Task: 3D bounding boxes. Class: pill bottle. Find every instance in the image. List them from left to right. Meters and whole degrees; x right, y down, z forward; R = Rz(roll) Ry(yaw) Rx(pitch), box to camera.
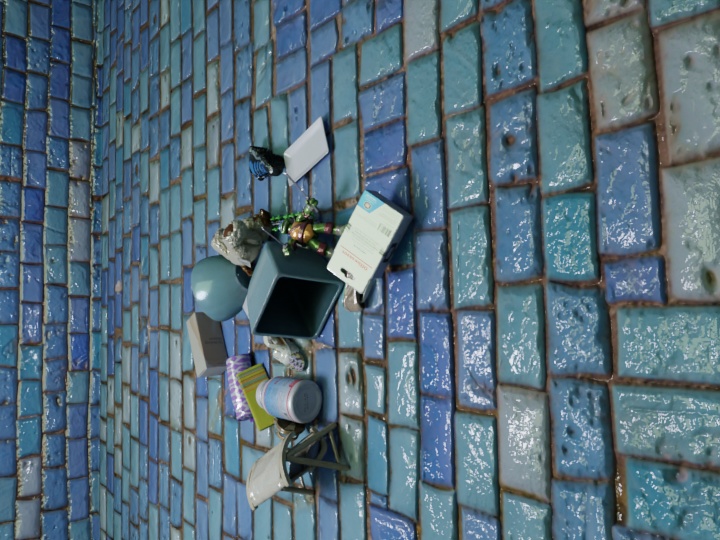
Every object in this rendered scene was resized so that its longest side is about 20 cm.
[{"bbox_3d":[-0.199,0.344,1.625,0.197,0.107,0.112,-4,85,49],"label":"pill bottle"}]

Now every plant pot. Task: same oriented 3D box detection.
[{"bbox_3d":[-0.397,0.037,1.833,0.132,0.199,0.205,-22,71,26],"label":"plant pot"},{"bbox_3d":[-0.192,0.033,1.575,0.198,0.192,0.202,-61,39,28],"label":"plant pot"}]

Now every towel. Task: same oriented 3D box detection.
[{"bbox_3d":[-0.293,0.369,1.762,0.202,0.084,0.018,58,160,34],"label":"towel"}]

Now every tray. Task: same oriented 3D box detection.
[{"bbox_3d":[-0.146,-0.323,1.655,0.198,0.022,0.110,-31,66,45],"label":"tray"}]

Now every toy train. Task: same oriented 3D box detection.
[{"bbox_3d":[-0.182,-0.139,1.664,0.197,0.056,0.043,-3,101,50],"label":"toy train"}]

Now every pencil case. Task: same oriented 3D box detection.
[{"bbox_3d":[-0.359,0.357,1.842,0.086,0.082,0.205,97,161,-67],"label":"pencil case"}]

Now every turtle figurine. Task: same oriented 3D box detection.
[{"bbox_3d":[-0.132,-0.100,1.487,0.189,0.146,0.203,18,143,14],"label":"turtle figurine"}]

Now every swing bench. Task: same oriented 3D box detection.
[{"bbox_3d":[-0.168,0.490,1.511,0.199,0.196,0.132,-43,57,39],"label":"swing bench"}]

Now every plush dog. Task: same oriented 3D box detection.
[{"bbox_3d":[-0.321,-0.099,1.764,0.173,0.161,0.199,-51,17,-24],"label":"plush dog"}]

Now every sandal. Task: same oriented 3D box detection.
[{"bbox_3d":[-0.196,0.428,1.608,0.200,0.078,0.056,154,123,-73],"label":"sandal"}]

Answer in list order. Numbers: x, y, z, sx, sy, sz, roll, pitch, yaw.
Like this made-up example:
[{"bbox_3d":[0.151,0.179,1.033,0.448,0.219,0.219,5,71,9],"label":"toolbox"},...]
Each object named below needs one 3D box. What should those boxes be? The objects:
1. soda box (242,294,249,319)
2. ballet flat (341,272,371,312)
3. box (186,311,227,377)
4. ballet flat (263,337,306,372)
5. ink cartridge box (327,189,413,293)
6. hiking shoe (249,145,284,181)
[{"bbox_3d":[-0.280,0.049,1.770,0.068,0.062,0.203,49,123,40],"label":"soda box"},{"bbox_3d":[0.000,0.000,1.444,0.066,0.068,0.206,10,102,30],"label":"ballet flat"},{"bbox_3d":[-0.514,0.248,2.023,0.078,0.093,0.204,-40,60,40],"label":"box"},{"bbox_3d":[-0.226,0.219,1.694,0.200,0.071,0.074,43,120,42],"label":"ballet flat"},{"bbox_3d":[0.020,-0.064,1.358,0.115,0.066,0.203,34,107,18],"label":"ink cartridge box"},{"bbox_3d":[-0.278,-0.305,1.787,0.200,0.073,0.089,44,129,53],"label":"hiking shoe"}]
